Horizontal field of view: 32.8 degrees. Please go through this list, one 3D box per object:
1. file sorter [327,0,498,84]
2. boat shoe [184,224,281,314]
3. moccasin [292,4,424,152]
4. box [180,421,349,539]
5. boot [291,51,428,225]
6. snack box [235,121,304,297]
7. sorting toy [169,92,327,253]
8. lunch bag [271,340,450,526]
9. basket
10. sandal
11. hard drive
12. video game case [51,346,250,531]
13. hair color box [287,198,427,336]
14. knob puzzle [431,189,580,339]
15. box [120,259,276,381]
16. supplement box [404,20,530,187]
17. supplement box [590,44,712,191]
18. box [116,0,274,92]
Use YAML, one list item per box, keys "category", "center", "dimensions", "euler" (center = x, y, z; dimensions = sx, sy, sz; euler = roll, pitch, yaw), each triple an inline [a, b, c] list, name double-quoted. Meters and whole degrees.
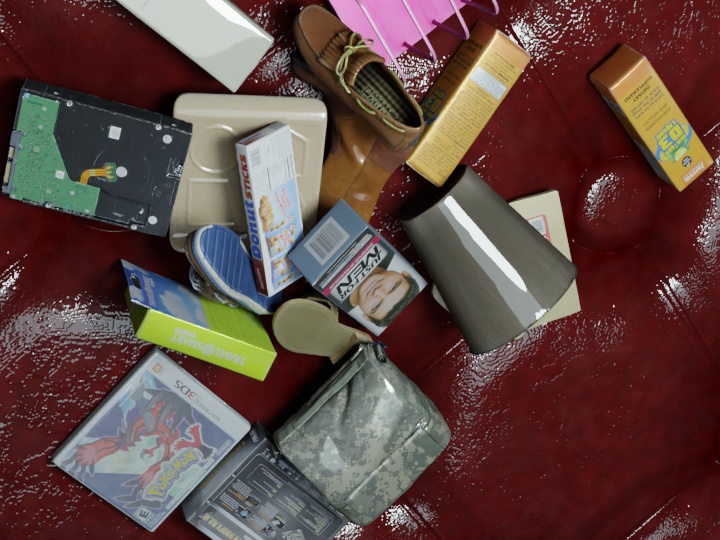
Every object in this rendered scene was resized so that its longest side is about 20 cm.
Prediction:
- category: "file sorter"
  center: [0.077, -0.334, 1.437]
  dimensions: [0.199, 0.125, 0.140]
  euler: [-38, 119, -5]
- category: "boat shoe"
  center: [-0.169, 0.007, 1.494]
  dimensions: [0.071, 0.073, 0.200]
  euler: [-3, 154, 23]
- category: "moccasin"
  center: [-0.002, -0.226, 1.406]
  dimensions: [0.073, 0.078, 0.203]
  euler: [-33, 83, -21]
- category: "box"
  center: [-0.124, 0.328, 1.697]
  dimensions: [0.158, 0.048, 0.200]
  euler: [-46, 118, 4]
- category: "boot"
  center: [-0.038, -0.152, 1.524]
  dimensions: [0.186, 0.069, 0.201]
  euler: [26, 118, -14]
- category: "snack box"
  center: [-0.104, -0.071, 1.465]
  dimensions: [0.072, 0.024, 0.203]
  euler: [-33, 130, -38]
- category: "sorting toy"
  center: [-0.139, -0.117, 1.490]
  dimensions: [0.182, 0.037, 0.203]
  euler: [1, 119, -11]
- category: "lunch bag"
  center: [-0.001, 0.210, 1.634]
  dimensions: [0.200, 0.140, 0.168]
  euler: [-43, 125, 7]
- category: "basket"
  center: [0.152, -0.024, 1.583]
  dimensions: [0.180, 0.136, 0.201]
  euler: [-40, 104, 5]
- category: "sandal"
  center: [-0.059, 0.065, 1.604]
  dimensions: [0.077, 0.070, 0.211]
  euler: [-40, 142, 14]
- category: "hard drive"
  center: [-0.305, -0.129, 1.419]
  dimensions: [0.197, 0.038, 0.142]
  euler: [13, 116, -13]
- category: "video game case"
  center: [-0.273, 0.226, 1.615]
  dimensions: [0.200, 0.023, 0.182]
  euler: [-46, 119, 3]
- category: "hair color box"
  center: [0.000, 0.000, 1.545]
  dimensions: [0.099, 0.061, 0.200]
  euler: [-46, 148, 3]
- category: "knob puzzle"
  center: [0.190, -0.001, 1.677]
  dimensions: [0.216, 0.030, 0.224]
  euler: [-3, 107, -8]
- category: "box"
  center: [-0.208, 0.062, 1.512]
  dimensions: [0.198, 0.122, 0.048]
  euler: [23, 106, -26]
- category: "supplement box"
  center: [0.125, -0.210, 1.547]
  dimensions: [0.068, 0.067, 0.202]
  euler: [29, 100, -27]
- category: "supplement box"
  center: [0.391, -0.202, 1.636]
  dimensions: [0.066, 0.069, 0.200]
  euler: [-42, 121, 4]
- category: "box"
  center: [-0.200, -0.299, 1.393]
  dimensions: [0.199, 0.068, 0.082]
  euler: [38, 97, -29]
